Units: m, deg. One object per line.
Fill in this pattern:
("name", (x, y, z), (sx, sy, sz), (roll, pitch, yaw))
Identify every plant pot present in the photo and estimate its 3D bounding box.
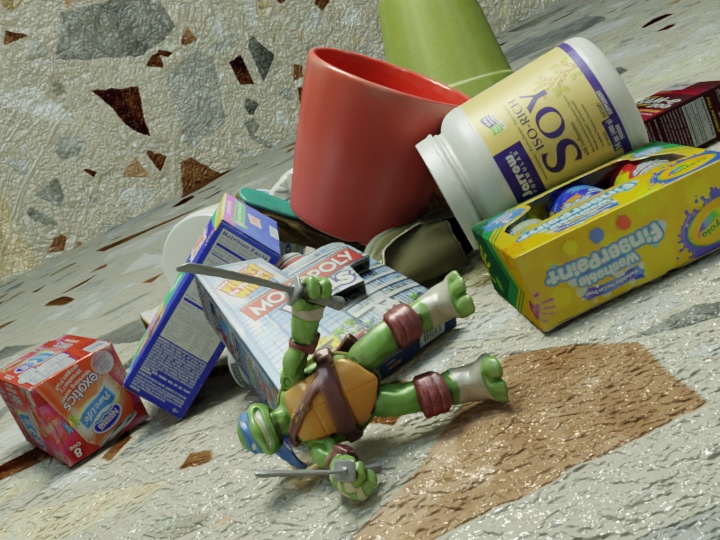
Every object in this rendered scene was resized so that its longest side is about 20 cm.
("plant pot", (0.010, -0.134, 1.154), (0.198, 0.179, 0.201), (17, 19, -6))
("plant pot", (0.106, -0.277, 1.346), (0.198, 0.192, 0.200), (-19, 1, 0))

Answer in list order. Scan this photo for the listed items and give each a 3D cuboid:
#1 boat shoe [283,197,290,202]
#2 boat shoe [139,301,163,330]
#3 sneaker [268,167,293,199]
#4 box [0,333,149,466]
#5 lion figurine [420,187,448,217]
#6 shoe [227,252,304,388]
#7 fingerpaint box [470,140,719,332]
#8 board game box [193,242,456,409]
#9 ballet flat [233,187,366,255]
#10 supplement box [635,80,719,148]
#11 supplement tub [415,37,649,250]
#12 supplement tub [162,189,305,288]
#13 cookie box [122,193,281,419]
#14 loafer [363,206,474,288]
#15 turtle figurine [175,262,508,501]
("boat shoe", (-0.037, -0.066, 1.283), (0.198, 0.073, 0.072), (-15, 6, -19))
("boat shoe", (-0.232, 0.067, 1.288), (0.069, 0.071, 0.200), (-29, 13, -12))
("sneaker", (-0.050, -0.125, 1.374), (0.199, 0.078, 0.099), (-34, 18, -26))
("box", (-0.323, 0.137, 1.129), (0.099, 0.096, 0.199), (-31, 15, -28))
("lion figurine", (0.157, -0.113, 1.233), (0.198, 0.124, 0.073), (0, -26, 6))
("shoe", (-0.061, 0.043, 1.068), (0.090, 0.072, 0.201), (-15, 28, 26))
("fingerpaint box", (0.213, -0.038, 0.902), (0.198, 0.074, 0.167), (-25, 13, -1))
("board game box", (-0.051, 0.037, 0.938), (0.199, 0.062, 0.199), (-33, 43, -29))
("ballet flat", (-0.064, -0.041, 1.218), (0.198, 0.073, 0.068), (11, 30, -20))
("supplement box", (0.314, -0.149, 1.172), (0.199, 0.061, 0.109), (-26, 13, -8))
("supplement tub", (0.170, -0.124, 1.033), (0.199, 0.146, 0.146), (-31, 13, 5))
("supplement tub", (-0.159, -0.029, 1.345), (0.131, 0.133, 0.200), (-19, 8, 20))
("cookie box", (-0.165, 0.031, 1.094), (0.201, 0.075, 0.171), (-58, 11, 8))
("loafer", (0.072, -0.025, 1.094), (0.069, 0.076, 0.200), (-18, 14, 41))
("turtle figurine", (0.000, 0.075, 0.717), (0.192, 0.201, 0.144), (-22, 47, -7))
